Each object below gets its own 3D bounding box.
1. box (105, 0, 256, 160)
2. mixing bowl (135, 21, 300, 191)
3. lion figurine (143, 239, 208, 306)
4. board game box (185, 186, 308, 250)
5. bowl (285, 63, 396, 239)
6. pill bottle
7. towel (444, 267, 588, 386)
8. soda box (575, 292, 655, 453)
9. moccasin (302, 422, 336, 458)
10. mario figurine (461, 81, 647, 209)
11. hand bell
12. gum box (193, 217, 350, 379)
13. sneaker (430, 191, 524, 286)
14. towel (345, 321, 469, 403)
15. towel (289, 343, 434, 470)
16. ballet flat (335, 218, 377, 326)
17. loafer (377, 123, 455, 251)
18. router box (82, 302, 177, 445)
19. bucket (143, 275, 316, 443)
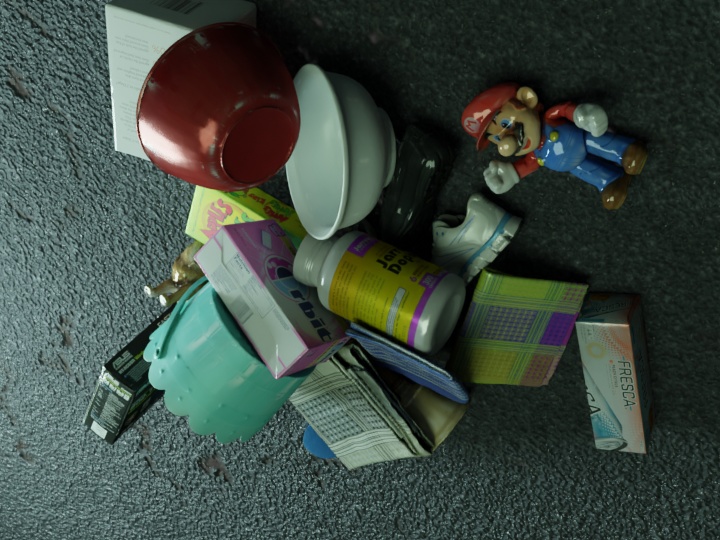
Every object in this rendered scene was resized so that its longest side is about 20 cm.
[{"bbox_3d":[-0.218,-0.235,1.294,0.151,0.107,0.202,19,130,15],"label":"box"},{"bbox_3d":[-0.142,-0.166,1.192,0.108,0.198,0.202,44,142,37],"label":"mixing bowl"},{"bbox_3d":[-0.233,0.056,1.493,0.072,0.122,0.202,18,122,41],"label":"lion figurine"},{"bbox_3d":[-0.135,-0.049,1.424,0.199,0.048,0.102,30,133,7],"label":"board game box"},{"bbox_3d":[-0.017,-0.141,1.233,0.201,0.089,0.204,174,90,-67],"label":"bowl"},{"bbox_3d":[0.019,0.018,1.262,0.198,0.104,0.105,25,132,20],"label":"pill bottle"},{"bbox_3d":[0.190,0.077,1.310,0.142,0.023,0.201,6,133,-8],"label":"towel"},{"bbox_3d":[0.314,0.126,1.285,0.068,0.064,0.202,2,123,28],"label":"soda box"},{"bbox_3d":[-0.023,0.205,1.538,0.080,0.069,0.201,30,135,-4],"label":"moccasin"},{"bbox_3d":[0.200,-0.128,1.130,0.198,0.106,0.125,22,97,4],"label":"mario figurine"},{"bbox_3d":[0.044,0.149,1.434,0.199,0.104,0.104,40,133,1],"label":"hand bell"},{"bbox_3d":[-0.110,0.027,1.313,0.066,0.113,0.201,-42,76,27],"label":"gum box"},{"bbox_3d":[0.113,-0.021,1.296,0.087,0.075,0.200,42,125,4],"label":"sneaker"},{"bbox_3d":[0.062,0.120,1.300,0.144,0.024,0.200,25,172,17],"label":"towel"},{"bbox_3d":[-0.016,0.193,1.429,0.193,0.035,0.199,53,142,-11],"label":"towel"},{"bbox_3d":[0.000,0.000,1.373,0.071,0.072,0.202,8,128,25],"label":"ballet flat"},{"bbox_3d":[0.056,-0.093,1.276,0.070,0.068,0.202,44,140,21],"label":"loafer"},{"bbox_3d":[-0.315,0.146,1.566,0.062,0.200,0.150,36,134,6],"label":"router box"},{"bbox_3d":[-0.162,0.105,1.362,0.207,0.207,0.135,44,114,-6],"label":"bucket"}]
